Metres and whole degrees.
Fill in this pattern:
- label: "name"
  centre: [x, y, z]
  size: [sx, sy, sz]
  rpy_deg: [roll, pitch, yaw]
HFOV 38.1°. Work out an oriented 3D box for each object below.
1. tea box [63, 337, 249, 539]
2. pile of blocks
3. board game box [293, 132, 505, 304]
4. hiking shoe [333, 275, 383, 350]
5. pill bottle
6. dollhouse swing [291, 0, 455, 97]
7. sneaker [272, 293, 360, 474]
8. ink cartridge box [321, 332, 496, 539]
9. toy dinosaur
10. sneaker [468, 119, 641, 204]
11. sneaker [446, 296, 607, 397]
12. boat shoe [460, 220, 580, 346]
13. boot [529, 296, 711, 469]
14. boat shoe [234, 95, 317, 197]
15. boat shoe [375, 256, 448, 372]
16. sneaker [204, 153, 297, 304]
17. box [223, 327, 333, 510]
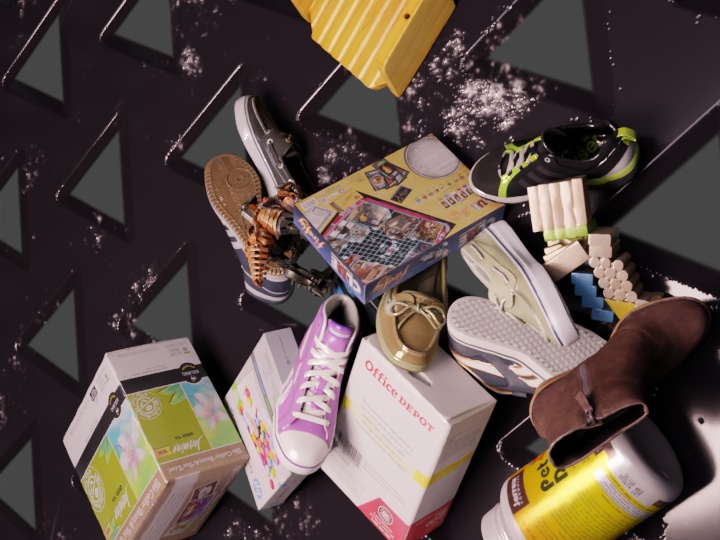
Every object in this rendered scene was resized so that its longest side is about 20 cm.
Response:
- label: "tea box"
  centre: [-0.273, 0.234, 1.373]
  size: [0.198, 0.132, 0.201]
  rpy_deg: [55, 132, 25]
- label: "pile of blocks"
  centre: [0.240, -0.009, 1.065]
  size: [0.082, 0.062, 0.202]
  rpy_deg: [-33, 86, 27]
- label: "board game box"
  centre: [0.043, -0.062, 1.152]
  size: [0.136, 0.198, 0.035]
  rpy_deg: [48, 153, 28]
- label: "hiking shoe"
  centre: [0.000, 0.000, 1.243]
  size: [0.086, 0.074, 0.204]
  rpy_deg: [-4, 85, 33]
- label: "pill bottle"
  centre: [0.217, 0.229, 1.052]
  size: [0.200, 0.109, 0.110]
  rpy_deg: [-43, 65, 26]
- label: "dollhouse swing"
  centre: [-0.022, -0.336, 1.216]
  size: [0.200, 0.175, 0.183]
  rpy_deg: [44, 112, 28]
- label: "sneaker"
  centre: [-0.046, 0.114, 1.145]
  size: [0.115, 0.071, 0.203]
  rpy_deg: [116, 167, -51]
- label: "ink cartridge box"
  centre: [0.050, 0.182, 1.159]
  size: [0.145, 0.083, 0.202]
  rpy_deg: [42, 131, 31]
- label: "toy dinosaur"
  centre: [-0.086, -0.033, 1.203]
  size: [0.134, 0.202, 0.103]
  rpy_deg: [26, 143, 0]
- label: "sneaker"
  centre: [0.196, -0.126, 1.092]
  size: [0.197, 0.083, 0.073]
  rpy_deg: [-8, 60, 31]
- label: "sneaker"
  centre: [0.185, 0.094, 1.107]
  size: [0.198, 0.079, 0.080]
  rpy_deg: [23, 144, 22]
- label: "boat shoe"
  centre: [0.165, 0.021, 1.084]
  size: [0.061, 0.072, 0.201]
  rpy_deg: [-31, 34, 2]
- label: "boot"
  centre: [0.248, 0.103, 0.948]
  size: [0.198, 0.166, 0.073]
  rpy_deg: [-32, 98, 8]
- label: "boat shoe"
  centre: [-0.099, -0.142, 1.336]
  size: [0.056, 0.068, 0.203]
  rpy_deg: [-29, 77, 23]
- label: "boat shoe"
  centre: [0.064, 0.021, 1.139]
  size: [0.072, 0.202, 0.064]
  rpy_deg: [19, 134, -3]
- label: "sneaker"
  centre: [-0.141, -0.047, 1.327]
  size: [0.201, 0.069, 0.109]
  rpy_deg: [58, 163, 26]
- label: "box"
  centre: [-0.106, 0.186, 1.279]
  size: [0.158, 0.041, 0.200]
  rpy_deg: [68, 151, 21]
